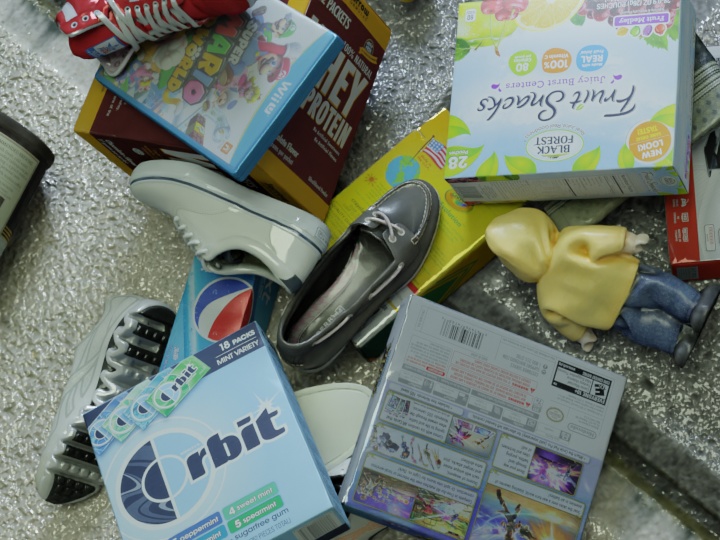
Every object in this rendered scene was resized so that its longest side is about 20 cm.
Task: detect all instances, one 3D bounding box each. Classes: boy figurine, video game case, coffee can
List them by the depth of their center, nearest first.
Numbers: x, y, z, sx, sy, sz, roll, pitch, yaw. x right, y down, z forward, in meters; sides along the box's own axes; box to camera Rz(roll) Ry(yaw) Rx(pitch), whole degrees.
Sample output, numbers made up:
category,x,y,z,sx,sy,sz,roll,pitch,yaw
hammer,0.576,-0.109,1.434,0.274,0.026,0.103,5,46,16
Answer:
category,x,y,z,sx,sy,sz,roll,pitch,yaw
video game case,0.100,0.141,1.456,0.199,0.045,0.182,21,74,-7
boy figurine,0.196,0.012,1.491,0.199,0.125,0.064,24,36,13
video game case,-0.122,-0.177,1.497,0.200,0.018,0.143,35,86,36
coffee can,-0.390,-0.051,1.619,0.146,0.146,0.201,22,77,19

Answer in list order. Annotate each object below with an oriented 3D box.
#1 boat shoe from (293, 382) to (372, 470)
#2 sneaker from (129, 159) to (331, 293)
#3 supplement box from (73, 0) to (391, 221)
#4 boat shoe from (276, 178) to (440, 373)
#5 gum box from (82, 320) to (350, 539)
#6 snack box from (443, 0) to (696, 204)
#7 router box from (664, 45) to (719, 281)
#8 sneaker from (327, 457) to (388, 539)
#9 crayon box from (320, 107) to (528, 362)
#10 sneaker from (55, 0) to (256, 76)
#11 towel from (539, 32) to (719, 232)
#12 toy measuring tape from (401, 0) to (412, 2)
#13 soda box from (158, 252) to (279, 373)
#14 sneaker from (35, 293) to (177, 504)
category,x,y,z,sx,sy,sz,roll,pitch,yaw
boat shoe,-0.073,0.154,1.518,0.199,0.062,0.073,-31,87,2
sneaker,-0.124,-0.038,1.515,0.199,0.073,0.071,19,69,27
supplement box,-0.111,-0.170,1.582,0.199,0.133,0.199,10,72,32
boat shoe,0.000,0.000,1.507,0.067,0.057,0.200,34,81,21
gum box,-0.120,0.161,1.437,0.169,0.045,0.201,-28,51,3
snack box,0.178,-0.147,1.500,0.199,0.068,0.170,-2,70,24
router box,0.348,-0.098,1.524,0.178,0.049,0.202,-5,69,11
sneaker,0.021,0.179,1.483,0.199,0.080,0.074,-36,66,-4
crayon box,0.041,-0.032,1.568,0.200,0.051,0.127,-39,67,-2
sneaker,-0.177,-0.215,1.491,0.199,0.071,0.113,18,72,42
towel,0.211,-0.148,1.553,0.200,0.034,0.193,-37,60,14
toy measuring tape,0.012,-0.336,1.676,0.073,0.074,0.201,-19,68,5
soda box,-0.122,0.045,1.567,0.064,0.068,0.201,10,73,17
sneaker,-0.232,0.112,1.575,0.081,0.075,0.201,23,83,46
